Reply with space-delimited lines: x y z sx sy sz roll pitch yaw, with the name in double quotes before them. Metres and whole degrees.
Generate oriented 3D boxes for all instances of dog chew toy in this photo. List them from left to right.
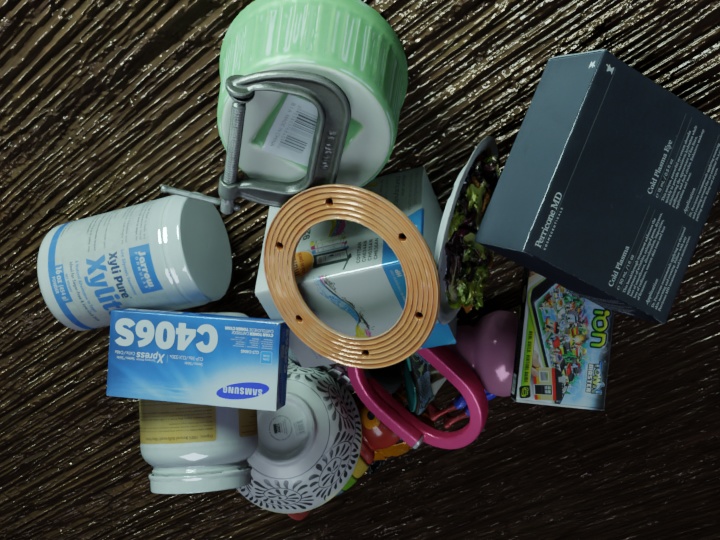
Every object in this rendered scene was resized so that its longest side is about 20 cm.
"dog chew toy" 0.193 0.104 1.182 0.195 0.126 0.126 -5 138 11

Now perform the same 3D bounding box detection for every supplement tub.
"supplement tub" -0.266 -0.009 1.096 0.196 0.134 0.133 -12 136 19
"supplement tub" -0.196 0.158 1.117 0.141 0.205 0.145 -3 173 0

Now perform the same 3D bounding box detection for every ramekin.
"ramekin" -0.050 -0.166 0.923 0.195 0.099 0.202 3 139 2

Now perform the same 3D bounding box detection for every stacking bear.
"stacking bear" -0.027 0.245 1.294 0.198 0.123 0.114 -33 150 2

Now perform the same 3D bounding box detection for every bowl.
"bowl" -0.097 0.210 1.204 0.196 0.206 0.094 1 166 4

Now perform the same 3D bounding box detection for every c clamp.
"c clamp" -0.098 -0.117 0.887 0.167 0.027 0.202 14 138 -10

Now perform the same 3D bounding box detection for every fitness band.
"fitness band" 0.071 0.148 1.179 0.199 0.037 0.144 41 129 2

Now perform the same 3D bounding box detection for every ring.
"ring" -0.010 0.007 0.943 0.196 0.019 0.205 12 118 22

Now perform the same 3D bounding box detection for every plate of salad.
"plate of salad" 0.122 -0.039 0.977 0.047 0.202 0.202 16 142 19

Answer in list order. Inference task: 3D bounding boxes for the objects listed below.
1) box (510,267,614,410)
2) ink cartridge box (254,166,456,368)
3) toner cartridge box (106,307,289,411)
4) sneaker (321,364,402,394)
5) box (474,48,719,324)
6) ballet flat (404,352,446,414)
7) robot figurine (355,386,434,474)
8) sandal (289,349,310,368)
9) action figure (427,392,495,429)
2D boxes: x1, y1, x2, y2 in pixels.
"box" 0.242 0.056 1.092 0.107 0.205 0.035 5 -179 -1
"ink cartridge box" 0.000 0.000 1.067 0.196 0.149 0.146 -12 135 18
"toner cartridge box" -0.179 0.096 1.021 0.195 0.097 0.043 3 -178 10
"sneaker" -0.004 0.092 1.229 0.197 0.077 0.116 27 131 -22
"box" 0.240 -0.081 0.908 0.180 0.204 0.104 25 178 -22
"ballet flat" 0.090 0.129 1.268 0.072 0.075 0.202 -1 141 7
"robot figurine" 0.010 0.249 1.413 0.198 0.059 0.144 -29 128 31
"sandal" -0.001 0.066 1.146 0.197 0.076 0.043 -30 131 -2
"action figure" 0.187 0.159 1.303 0.198 0.052 0.065 -29 134 26
